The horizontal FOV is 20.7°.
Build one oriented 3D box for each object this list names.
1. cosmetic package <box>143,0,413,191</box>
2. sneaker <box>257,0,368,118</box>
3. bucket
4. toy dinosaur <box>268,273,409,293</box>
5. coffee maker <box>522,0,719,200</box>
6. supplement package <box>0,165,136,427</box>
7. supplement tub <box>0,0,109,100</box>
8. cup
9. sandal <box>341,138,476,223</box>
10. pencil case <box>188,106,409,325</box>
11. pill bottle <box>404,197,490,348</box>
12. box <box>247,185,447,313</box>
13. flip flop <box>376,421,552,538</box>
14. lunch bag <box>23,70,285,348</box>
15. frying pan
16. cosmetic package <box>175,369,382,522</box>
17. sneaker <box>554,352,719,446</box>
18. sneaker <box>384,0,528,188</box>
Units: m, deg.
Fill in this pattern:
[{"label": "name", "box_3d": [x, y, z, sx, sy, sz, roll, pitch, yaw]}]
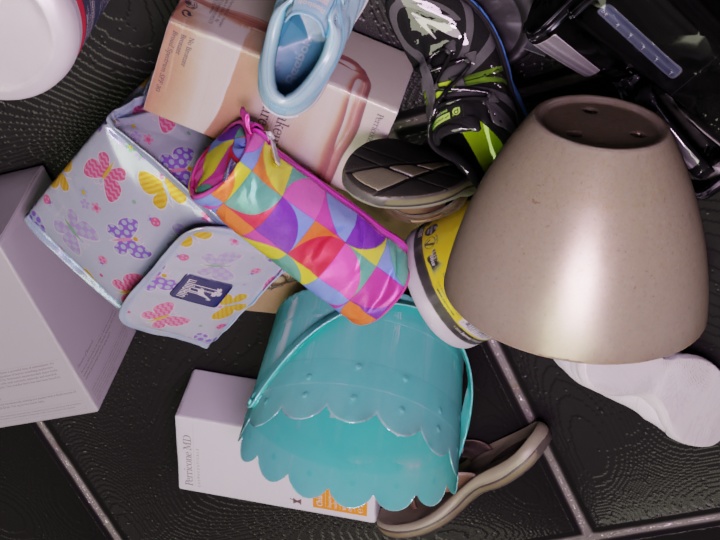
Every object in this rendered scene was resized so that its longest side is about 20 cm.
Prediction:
[{"label": "cosmetic package", "box_3d": [-0.066, -0.153, 1.621, 0.198, 0.088, 0.104, 20, 130, -2]}, {"label": "sneaker", "box_3d": [-0.027, -0.212, 1.514, 0.073, 0.082, 0.202, 15, 95, -4]}, {"label": "bucket", "box_3d": [0.000, 0.112, 1.744, 0.205, 0.136, 0.208, 7, 153, 4]}, {"label": "toy dinosaur", "box_3d": [0.000, 0.000, 1.726, 0.198, 0.048, 0.088, 12, 146, 4]}, {"label": "coffee maker", "box_3d": [0.254, -0.187, 1.497, 0.200, 0.135, 0.192, 40, 101, -19]}, {"label": "supplement package", "box_3d": [-0.313, 0.025, 1.813, 0.120, 0.120, 0.201, -10, 125, 24]}, {"label": "supplement tub", "box_3d": [-0.257, -0.240, 1.530, 0.139, 0.201, 0.141, 7, 130, 9]}, {"label": "cup", "box_3d": [0.165, -0.043, 1.443, 0.198, 0.201, 0.145, 9, 118, 8]}, {"label": "sandal", "box_3d": [0.052, -0.066, 1.590, 0.079, 0.200, 0.058, 34, 112, 23]}, {"label": "pencil case", "box_3d": [-0.047, -0.040, 1.602, 0.200, 0.089, 0.088, 39, 128, -25]}, {"label": "pill bottle", "box_3d": [0.142, -0.023, 1.636, 0.199, 0.113, 0.113, -28, 117, 27]}, {"label": "box", "box_3d": [-0.019, -0.021, 1.758, 0.198, 0.021, 0.165, 6, 129, 10]}, {"label": "flip flop", "box_3d": [0.092, 0.188, 1.862, 0.199, 0.081, 0.058, -33, 107, 31]}, {"label": "lunch bag", "box_3d": [-0.162, -0.041, 1.695, 0.200, 0.127, 0.169, 43, 132, -7]}, {"label": "frying pan", "box_3d": [0.121, -0.182, 1.588, 0.190, 0.031, 0.115, 43, 127, -15]}, {"label": "cosmetic package", "box_3d": [-0.073, 0.168, 1.894, 0.198, 0.072, 0.102, 9, 130, 9]}, {"label": "sneaker", "box_3d": [0.247, 0.094, 1.753, 0.199, 0.076, 0.088, 28, 174, -32]}, {"label": "sneaker", "box_3d": [0.081, -0.139, 1.544, 0.070, 0.083, 0.201, -26, 95, 32]}]
